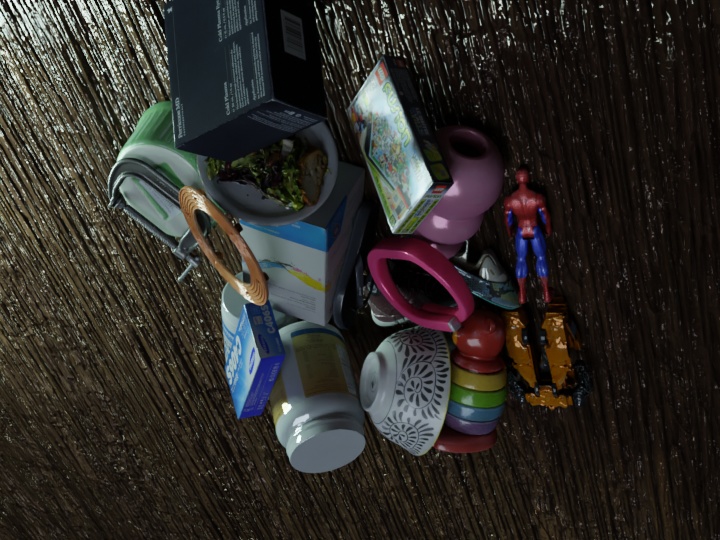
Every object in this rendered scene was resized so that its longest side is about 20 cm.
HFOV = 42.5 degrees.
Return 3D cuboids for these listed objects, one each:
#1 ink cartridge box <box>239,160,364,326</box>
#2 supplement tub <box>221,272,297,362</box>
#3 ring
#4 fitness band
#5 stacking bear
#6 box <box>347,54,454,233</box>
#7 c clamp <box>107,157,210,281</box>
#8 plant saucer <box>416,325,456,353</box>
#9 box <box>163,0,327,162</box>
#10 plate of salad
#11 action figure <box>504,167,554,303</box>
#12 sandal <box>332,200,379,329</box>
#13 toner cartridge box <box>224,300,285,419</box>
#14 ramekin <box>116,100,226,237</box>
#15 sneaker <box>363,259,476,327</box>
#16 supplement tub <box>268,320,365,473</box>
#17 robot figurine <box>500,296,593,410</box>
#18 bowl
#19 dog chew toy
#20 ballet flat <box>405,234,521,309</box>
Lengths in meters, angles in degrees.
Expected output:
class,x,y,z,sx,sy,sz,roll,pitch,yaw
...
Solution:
class,x,y,z,sx,sy,sz,roll,pitch,yaw
ink cartridge box,-0.086,-0.051,1.380,0.142,0.148,0.203,17,136,14
supplement tub,-0.171,0.113,1.587,0.129,0.133,0.203,15,135,13
ring,-0.191,-0.037,1.319,0.200,0.019,0.202,44,158,23
fitness band,0.081,0.019,1.313,0.145,0.037,0.199,56,158,-20
stacking bear,0.169,0.156,1.393,0.111,0.122,0.205,7,109,-2
box,0.048,-0.163,1.194,0.034,0.203,0.110,-2,149,-32
c clamp,-0.312,-0.077,1.415,0.200,0.027,0.170,43,135,-15
plant saucer,0.154,0.169,1.509,0.197,0.050,0.204,15,119,29
box,-0.148,-0.267,1.170,0.180,0.205,0.103,-15,165,36
plate of salad,-0.125,-0.159,1.267,0.197,0.203,0.048,28,159,0
action figure,0.234,-0.051,1.290,0.064,0.052,0.203,0,125,19
sandal,0.000,0.000,1.388,0.042,0.076,0.204,18,110,15
toner cartridge box,-0.166,0.141,1.433,0.042,0.096,0.201,-8,149,-24
ramekin,-0.278,-0.148,1.425,0.196,0.098,0.203,14,135,14
sneaker,0.076,0.021,1.419,0.197,0.076,0.117,-14,120,36
supplement tub,-0.073,0.199,1.464,0.141,0.203,0.146,-11,142,-9
robot figurine,0.284,0.133,1.426,0.142,0.059,0.203,1,129,27
bowl,0.055,0.175,1.413,0.092,0.204,0.202,8,141,-19
dog chew toy,0.119,-0.095,1.252,0.122,0.126,0.202,22,137,6
ballet flat,0.158,-0.011,1.356,0.197,0.075,0.075,25,137,-1
